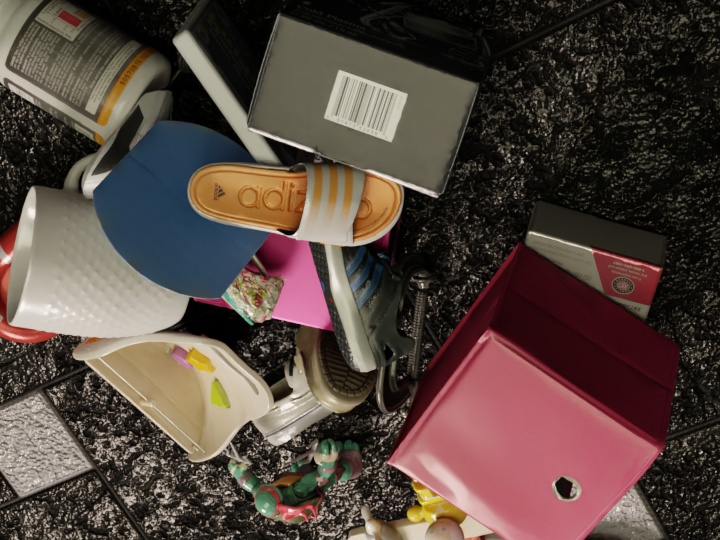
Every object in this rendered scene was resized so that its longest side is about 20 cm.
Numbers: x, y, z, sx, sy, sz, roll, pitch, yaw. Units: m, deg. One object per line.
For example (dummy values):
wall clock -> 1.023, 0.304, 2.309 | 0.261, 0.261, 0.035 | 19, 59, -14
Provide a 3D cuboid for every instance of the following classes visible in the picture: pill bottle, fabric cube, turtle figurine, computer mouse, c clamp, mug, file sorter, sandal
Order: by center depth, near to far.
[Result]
sandal -> -0.061, -0.063, 1.413 | 0.206, 0.059, 0.080 | 3, 94, -2
fabric cube -> 0.175, 0.132, 1.494 | 0.199, 0.200, 0.196 | 34, 121, -3
computer mouse -> -0.210, -0.146, 1.533 | 0.044, 0.110, 0.200 | 33, 78, 8
pill bottle -> -0.307, -0.220, 1.563 | 0.200, 0.116, 0.117 | 32, 119, 3
mug -> -0.267, -0.027, 1.585 | 0.175, 0.148, 0.201 | 10, 81, -20
file sorter -> -0.061, -0.035, 1.601 | 0.199, 0.126, 0.139 | 12, 120, 8
c clamp -> 0.052, 0.072, 1.636 | 0.027, 0.171, 0.201 | 11, 106, 23
turtle figurine -> -0.079, 0.237, 1.703 | 0.149, 0.200, 0.101 | -6, 88, 24

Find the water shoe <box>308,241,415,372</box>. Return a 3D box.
water shoe -> 0.000, 0.000, 1.504 | 0.079, 0.071, 0.201 | -18, 109, -14

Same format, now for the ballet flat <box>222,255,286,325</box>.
ballet flat -> -0.158, -0.027, 1.528 | 0.200, 0.076, 0.064 | 41, 91, -11

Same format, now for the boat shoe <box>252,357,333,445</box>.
boat shoe -> -0.055, 0.125, 1.718 | 0.070, 0.071, 0.200 | 45, 124, -14

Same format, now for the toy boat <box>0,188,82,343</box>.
toy boat -> -0.358, 0.010, 1.689 | 0.200, 0.131, 0.131 | -37, 103, 26

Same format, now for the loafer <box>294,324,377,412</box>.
loafer -> -0.031, 0.098, 1.622 | 0.075, 0.200, 0.068 | 21, 115, -15

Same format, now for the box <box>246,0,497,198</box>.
box -> 0.016, -0.185, 1.461 | 0.199, 0.197, 0.124 | 19, 113, 2

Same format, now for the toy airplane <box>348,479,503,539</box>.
toy airplane -> 0.105, 0.288, 1.721 | 0.199, 0.141, 0.200 | 28, 119, -3

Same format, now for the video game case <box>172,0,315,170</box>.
video game case -> -0.111, -0.174, 1.509 | 0.023, 0.182, 0.200 | -31, 107, 13

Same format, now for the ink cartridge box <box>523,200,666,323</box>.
ink cartridge box -> 0.227, 0.046, 1.600 | 0.144, 0.084, 0.201 | 16, 119, 6

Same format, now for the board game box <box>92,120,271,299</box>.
board game box -> -0.174, -0.054, 1.475 | 0.158, 0.200, 0.039 | 38, 139, -4

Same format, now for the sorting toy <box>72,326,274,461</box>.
sorting toy -> -0.183, 0.114, 1.665 | 0.180, 0.107, 0.200 | -6, 135, 51
